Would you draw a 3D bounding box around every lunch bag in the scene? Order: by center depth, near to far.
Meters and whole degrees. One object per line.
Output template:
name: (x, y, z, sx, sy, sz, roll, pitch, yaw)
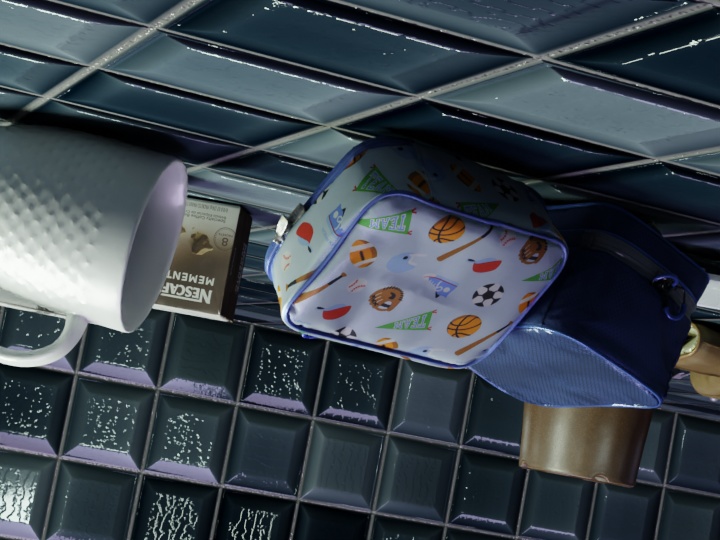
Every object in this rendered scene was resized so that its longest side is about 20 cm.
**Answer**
lunch bag: (0.034, -0.007, 1.269, 0.200, 0.160, 0.076, 17, -143, -35)
lunch bag: (0.167, 0.019, 1.386, 0.136, 0.132, 0.200, 35, 157, -32)

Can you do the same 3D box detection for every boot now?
boot: (0.403, 0.101, 2.135, 0.200, 0.066, 0.175, 14, 161, -36)

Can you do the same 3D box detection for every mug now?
mug: (-0.255, -0.020, 1.452, 0.175, 0.200, 0.148, 17, 170, 8)

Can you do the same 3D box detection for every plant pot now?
plant pot: (0.292, 0.168, 2.296, 0.200, 0.198, 0.200, 10, 173, 1)

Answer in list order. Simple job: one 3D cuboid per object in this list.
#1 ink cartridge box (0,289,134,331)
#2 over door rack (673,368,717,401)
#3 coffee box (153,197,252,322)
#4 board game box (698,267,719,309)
ink cartridge box: (-0.288, -0.036, 1.602, 0.200, 0.147, 0.083, 14, 175, -23)
over door rack: (0.522, 0.155, 2.403, 0.148, 0.067, 0.200, 13, 174, -17)
coffee box: (-0.218, -0.021, 1.796, 0.200, 0.113, 0.080, 11, 174, 5)
board game box: (0.257, 0.000, 1.567, 0.200, 0.026, 0.200, 10, 174, -2)
